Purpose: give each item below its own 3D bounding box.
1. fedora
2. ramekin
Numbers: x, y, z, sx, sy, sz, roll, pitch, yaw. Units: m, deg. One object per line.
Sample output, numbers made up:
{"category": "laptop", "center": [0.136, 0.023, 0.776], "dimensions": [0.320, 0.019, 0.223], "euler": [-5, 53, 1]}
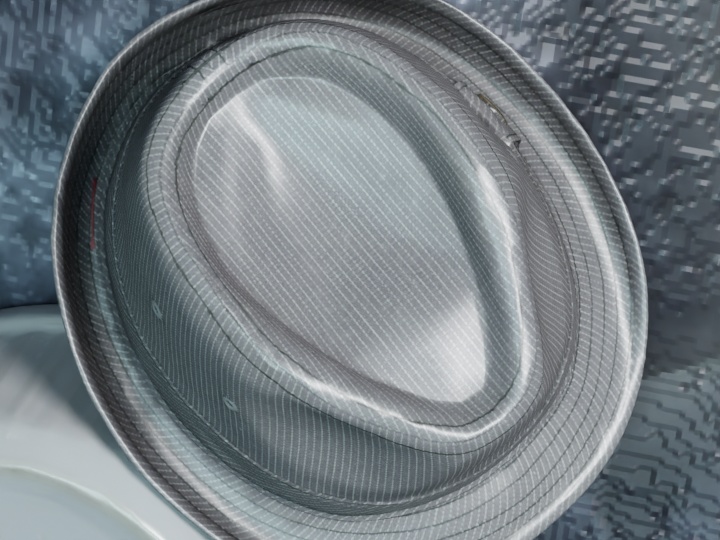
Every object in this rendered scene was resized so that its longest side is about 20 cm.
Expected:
{"category": "fedora", "center": [0.000, 0.000, 0.846], "dimensions": [0.177, 0.090, 0.200], "euler": [-32, 88, -7]}
{"category": "ramekin", "center": [-0.104, 0.118, 0.937], "dimensions": [0.202, 0.094, 0.203], "euler": [3, 108, 10]}
